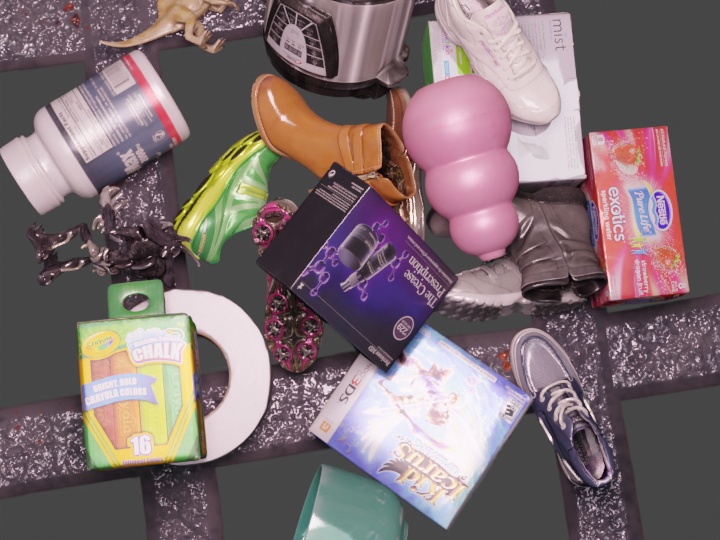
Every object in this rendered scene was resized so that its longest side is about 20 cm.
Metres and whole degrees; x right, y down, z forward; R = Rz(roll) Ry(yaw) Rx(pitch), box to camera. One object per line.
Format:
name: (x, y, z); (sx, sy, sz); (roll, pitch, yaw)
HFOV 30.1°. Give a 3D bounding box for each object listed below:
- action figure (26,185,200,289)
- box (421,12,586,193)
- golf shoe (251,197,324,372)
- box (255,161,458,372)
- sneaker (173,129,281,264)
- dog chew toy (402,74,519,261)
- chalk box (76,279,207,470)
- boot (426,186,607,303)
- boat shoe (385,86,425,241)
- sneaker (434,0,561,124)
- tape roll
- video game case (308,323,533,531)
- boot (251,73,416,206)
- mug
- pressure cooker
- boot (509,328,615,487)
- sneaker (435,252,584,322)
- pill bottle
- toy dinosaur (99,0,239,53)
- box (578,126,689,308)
action figure: (-0.276, -0.036, 1.534); (0.197, 0.120, 0.103); (-4, 48, 11)
box: (0.169, -0.194, 1.599); (0.174, 0.097, 0.203); (-5, 83, -4)
golf shoe: (-0.076, 0.015, 1.565); (0.072, 0.092, 0.203); (-5, 98, 9)
box: (0.000, 0.000, 1.483); (0.142, 0.200, 0.079); (-50, 44, -2)
sneaker: (-0.141, -0.093, 1.592); (0.084, 0.074, 0.201); (44, 78, -24)
dog chew toy: (0.120, -0.110, 1.483); (0.123, 0.125, 0.203); (-16, 89, -5)
chalk box: (-0.238, 0.111, 1.459); (0.123, 0.124, 0.203); (-6, 83, -4)
boot: (0.179, -0.027, 1.539); (0.197, 0.070, 0.133); (-6, 59, -1)
boat shoe: (0.037, -0.120, 1.595); (0.071, 0.076, 0.203); (-3, 81, -1)
sneaker: (0.154, -0.248, 1.509); (0.075, 0.100, 0.201); (-39, 86, -9)
tape roll: (-0.200, 0.125, 1.555); (0.197, 0.066, 0.203); (0, 84, -3)
video game case: (0.070, 0.169, 1.557); (0.199, 0.045, 0.182); (33, 83, 12)
boot: (-0.030, -0.146, 1.519); (0.076, 0.154, 0.202); (-37, 107, -34)
mug: (-0.016, 0.314, 1.512); (0.113, 0.186, 0.153); (17, 58, -3)
pressure cooker: (-0.023, -0.299, 1.555); (0.176, 0.201, 0.177); (1, 51, -12)
boot: (0.240, 0.157, 1.562); (0.072, 0.090, 0.202); (-27, 85, -6)
sneaker: (0.164, 0.012, 1.595); (0.197, 0.075, 0.083); (-2, 72, -12)
pill bottle: (-0.310, -0.155, 1.557); (0.199, 0.120, 0.120); (-33, 86, -6)
toy dinosaur: (-0.212, -0.305, 1.622); (0.101, 0.058, 0.200); (39, 74, 17)
box: (0.319, -0.062, 1.591); (0.098, 0.095, 0.203); (-5, 83, -5)
